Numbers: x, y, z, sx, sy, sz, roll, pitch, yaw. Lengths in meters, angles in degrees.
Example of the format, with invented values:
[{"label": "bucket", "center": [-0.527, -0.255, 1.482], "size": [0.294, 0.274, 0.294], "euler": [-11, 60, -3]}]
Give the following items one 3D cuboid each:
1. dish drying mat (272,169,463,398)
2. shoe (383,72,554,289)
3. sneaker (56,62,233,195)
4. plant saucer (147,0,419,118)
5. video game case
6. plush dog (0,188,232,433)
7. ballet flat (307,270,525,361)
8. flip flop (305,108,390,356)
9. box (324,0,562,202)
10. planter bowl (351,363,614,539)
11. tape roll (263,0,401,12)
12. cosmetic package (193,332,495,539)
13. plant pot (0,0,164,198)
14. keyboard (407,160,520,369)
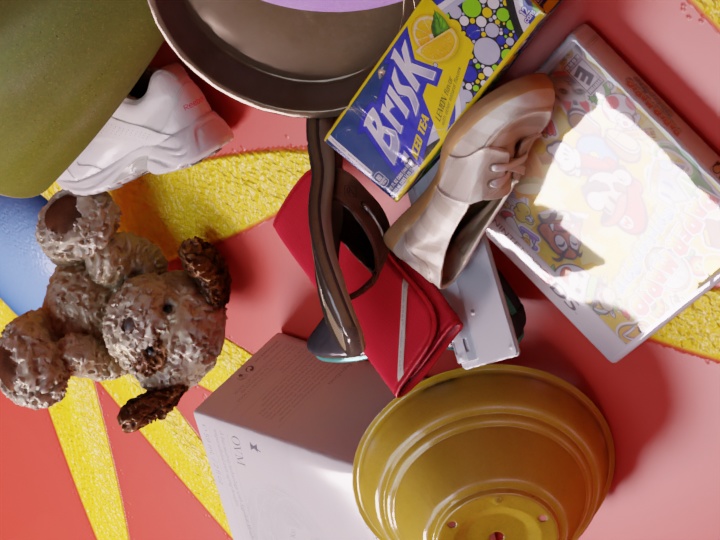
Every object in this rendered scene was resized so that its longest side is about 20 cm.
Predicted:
[{"label": "dish drying mat", "center": [0.000, 0.000, 1.352], "size": [0.077, 0.018, 0.200], "euler": [-54, 50, 21]}, {"label": "shoe", "center": [0.080, -0.057, 1.221], "size": [0.053, 0.070, 0.200], "euler": [58, 143, 18]}, {"label": "sneaker", "center": [-0.187, -0.123, 1.488], "size": [0.200, 0.078, 0.099], "euler": [-13, 105, 43]}, {"label": "plant saucer", "center": [-0.050, -0.190, 1.265], "size": [0.200, 0.029, 0.200], "euler": [11, 135, 11]}, {"label": "video game case", "center": [0.160, -0.045, 1.241], "size": [0.182, 0.023, 0.200], "euler": [45, 143, 2]}, {"label": "plush dog", "center": [-0.193, 0.042, 1.583], "size": [0.172, 0.160, 0.200], "euler": [23, 95, 25]}, {"label": "ballet flat", "center": [0.033, 0.026, 1.386], "size": [0.200, 0.073, 0.073], "euler": [-4, 120, 40]}, {"label": "flip flop", "center": [-0.006, -0.036, 1.315], "size": [0.057, 0.200, 0.081], "euler": [-3, 148, 1]}, {"label": "box", "center": [0.057, -0.137, 1.202], "size": [0.070, 0.064, 0.200], "euler": [41, 135, 3]}, {"label": "planter bowl", "center": [0.096, 0.173, 1.363], "size": [0.200, 0.083, 0.201], "euler": [-3, 123, -4]}, {"label": "tape roll", "center": [-0.022, -0.242, 1.078], "size": [0.200, 0.066, 0.200], "euler": [3, 144, 2]}, {"label": "cosmetic package", "center": [-0.008, 0.183, 1.538], "size": [0.200, 0.123, 0.200], "euler": [13, 132, 35]}, {"label": "plant pot", "center": [-0.224, -0.185, 1.367], "size": [0.200, 0.187, 0.187], "euler": [-34, 98, 23]}, {"label": "keyboard", "center": [0.064, -0.031, 1.299], "size": [0.056, 0.011, 0.200], "euler": [-19, 87, 41]}]
